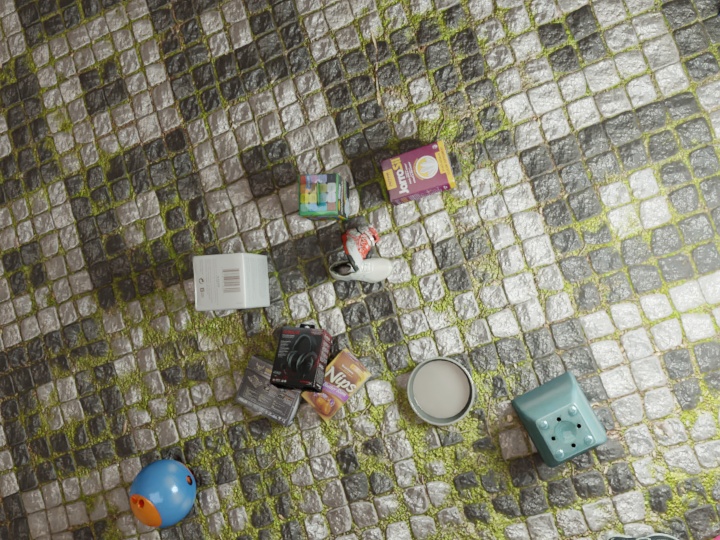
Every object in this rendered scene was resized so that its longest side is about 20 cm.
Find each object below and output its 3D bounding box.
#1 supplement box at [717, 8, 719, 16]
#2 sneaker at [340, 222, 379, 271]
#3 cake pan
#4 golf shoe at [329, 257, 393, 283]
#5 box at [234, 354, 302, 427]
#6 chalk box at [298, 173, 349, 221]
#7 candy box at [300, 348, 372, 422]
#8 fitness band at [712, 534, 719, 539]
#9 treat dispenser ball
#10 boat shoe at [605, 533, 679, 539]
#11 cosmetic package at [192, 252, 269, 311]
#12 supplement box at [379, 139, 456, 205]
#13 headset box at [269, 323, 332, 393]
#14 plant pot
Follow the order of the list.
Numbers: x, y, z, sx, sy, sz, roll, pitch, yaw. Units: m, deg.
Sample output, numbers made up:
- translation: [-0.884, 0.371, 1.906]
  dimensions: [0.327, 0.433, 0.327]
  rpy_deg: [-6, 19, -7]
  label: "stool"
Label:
- translation: [1.052, -0.781, 1.470]
  dimensions: [0.133, 0.200, 0.201]
  rpy_deg: [17, 93, 14]
  label: "supplement box"
- translation: [0.006, -0.078, 1.699]
  dimensions: [0.107, 0.202, 0.068]
  rpy_deg: [-23, 119, 4]
  label: "sneaker"
- translation: [0.238, 0.356, 1.698]
  dimensions: [0.198, 0.037, 0.202]
  rpy_deg: [-1, 87, 13]
  label: "cake pan"
- translation: [0.000, 0.000, 1.736]
  dimensions: [0.198, 0.097, 0.079]
  rpy_deg: [-6, 85, 11]
  label: "golf shoe"
- translation: [-0.282, 0.378, 1.811]
  dimensions: [0.199, 0.048, 0.160]
  rpy_deg: [22, 91, 13]
  label: "box"
- translation: [-0.114, -0.220, 1.716]
  dimensions: [0.123, 0.200, 0.126]
  rpy_deg: [0, 88, 13]
  label: "chalk box"
- translation: [-0.074, 0.351, 1.761]
  dimensions: [0.117, 0.056, 0.200]
  rpy_deg: [44, 96, 12]
  label: "candy box"
- translation: [0.998, 0.769, 1.512]
  dimensions: [0.200, 0.037, 0.144]
  rpy_deg: [-38, 78, 8]
  label: "fitness band"
- translation: [-0.620, 0.700, 1.798]
  dimensions: [0.199, 0.201, 0.203]
  rpy_deg: [0, 88, 13]
  label: "treat dispenser ball"
- translation: [0.772, 0.758, 1.549]
  dimensions: [0.198, 0.060, 0.076]
  rpy_deg: [-8, 86, 13]
  label: "boat shoe"
- translation: [-0.395, 0.037, 1.771]
  dimensions: [0.165, 0.200, 0.169]
  rpy_deg: [-5, 87, 12]
  label: "cosmetic package"
- translation: [0.173, -0.288, 1.703]
  dimensions: [0.199, 0.103, 0.132]
  rpy_deg: [-17, 85, 12]
  label: "supplement box"
- translation: [-0.178, 0.261, 1.745]
  dimensions: [0.148, 0.077, 0.202]
  rpy_deg: [3, 67, 18]
  label: "headset box"
- translation: [0.542, 0.416, 1.544]
  dimensions: [0.195, 0.200, 0.197]
  rpy_deg: [-30, 82, 11]
  label: "plant pot"
